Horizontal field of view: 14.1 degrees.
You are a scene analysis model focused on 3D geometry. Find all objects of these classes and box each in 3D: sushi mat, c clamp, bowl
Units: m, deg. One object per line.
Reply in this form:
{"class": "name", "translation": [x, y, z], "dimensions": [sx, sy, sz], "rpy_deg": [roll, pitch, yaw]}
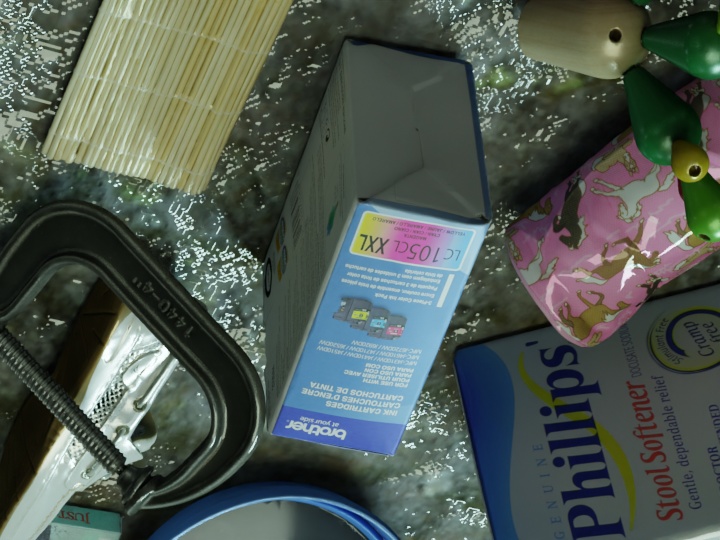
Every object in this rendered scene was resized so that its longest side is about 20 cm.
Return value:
{"class": "sushi mat", "translation": [-0.088, -0.123, 1.476], "dimensions": [0.095, 0.012, 0.200], "rpy_deg": [12, 129, -20]}
{"class": "c clamp", "translation": [-0.147, 0.054, 1.547], "dimensions": [0.200, 0.027, 0.171], "rpy_deg": [41, 116, 9]}
{"class": "bowl", "translation": [-0.057, 0.219, 1.736], "dimensions": [0.200, 0.039, 0.202], "rpy_deg": [-5, 111, -13]}

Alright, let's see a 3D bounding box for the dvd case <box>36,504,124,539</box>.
{"class": "dvd case", "translation": [-0.241, 0.208, 1.749], "dimensions": [0.145, 0.022, 0.200], "rpy_deg": [12, 130, -20]}

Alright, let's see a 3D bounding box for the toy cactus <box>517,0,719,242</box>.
{"class": "toy cactus", "translation": [0.160, -0.121, 1.458], "dimensions": [0.164, 0.102, 0.201], "rpy_deg": [8, 110, 35]}

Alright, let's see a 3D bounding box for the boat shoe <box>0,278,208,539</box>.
{"class": "boat shoe", "translation": [-0.146, 0.087, 1.619], "dimensions": [0.069, 0.071, 0.200], "rpy_deg": [19, 126, -23]}

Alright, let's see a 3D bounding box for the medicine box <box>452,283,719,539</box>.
{"class": "medicine box", "translation": [0.168, 0.117, 1.630], "dimensions": [0.199, 0.183, 0.103], "rpy_deg": [-14, 133, 2]}

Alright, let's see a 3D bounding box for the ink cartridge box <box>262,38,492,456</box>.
{"class": "ink cartridge box", "translation": [0.000, 0.000, 1.521], "dimensions": [0.076, 0.137, 0.200], "rpy_deg": [12, 130, -14]}

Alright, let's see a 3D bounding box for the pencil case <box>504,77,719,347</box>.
{"class": "pencil case", "translation": [0.171, -0.042, 1.554], "dimensions": [0.200, 0.087, 0.083], "rpy_deg": [-36, 161, 22]}
